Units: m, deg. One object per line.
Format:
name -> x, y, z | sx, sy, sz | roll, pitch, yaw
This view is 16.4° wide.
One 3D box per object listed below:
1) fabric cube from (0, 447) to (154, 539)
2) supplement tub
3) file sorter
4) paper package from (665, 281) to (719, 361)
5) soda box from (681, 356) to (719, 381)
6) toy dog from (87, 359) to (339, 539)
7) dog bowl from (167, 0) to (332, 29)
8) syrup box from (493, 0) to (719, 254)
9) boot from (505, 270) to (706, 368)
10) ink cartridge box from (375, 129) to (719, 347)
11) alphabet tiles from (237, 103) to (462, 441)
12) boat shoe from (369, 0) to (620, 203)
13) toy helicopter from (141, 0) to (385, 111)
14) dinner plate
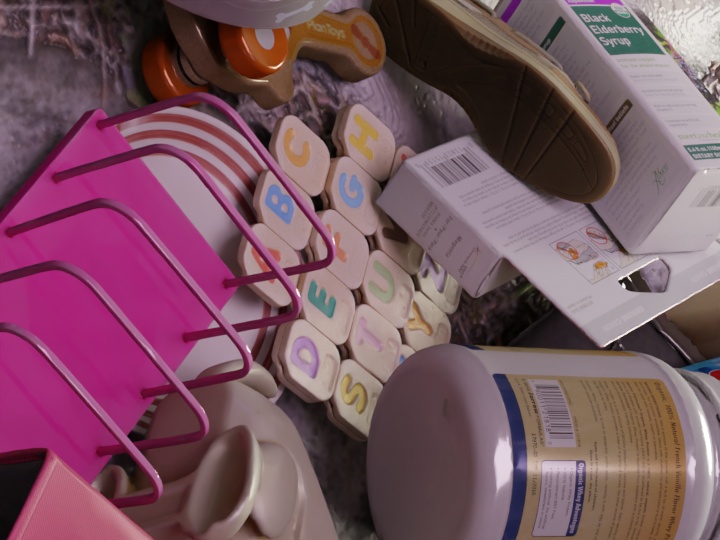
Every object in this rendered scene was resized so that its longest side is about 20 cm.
fabric cube -> -0.183, 0.231, 1.236 | 0.199, 0.199, 0.197 | 45, 54, -29
supplement tub -> 0.119, 0.118, 1.485 | 0.199, 0.144, 0.145 | 3, 79, -29
file sorter -> -0.125, 0.018, 1.351 | 0.139, 0.125, 0.200 | 52, 53, -22
paper package -> 0.329, 0.032, 1.751 | 0.190, 0.199, 0.104 | -33, 105, -42
soda box -> 0.239, 0.165, 1.686 | 0.068, 0.064, 0.201 | -14, 115, -43
toy dog -> -0.060, 0.170, 1.418 | 0.200, 0.139, 0.194 | 53, 25, -29
dog bowl -> -0.081, -0.221, 1.455 | 0.199, 0.059, 0.201 | 20, 40, -18
syrup box -> 0.167, -0.108, 1.630 | 0.079, 0.082, 0.200 | -3, 49, -43
boot -> 0.144, 0.100, 1.655 | 0.182, 0.072, 0.200 | 50, 50, -20
ink cartridge box -> 0.131, -0.024, 1.605 | 0.174, 0.044, 0.200 | 45, 36, 16
alphabet tiles -> 0.000, 0.000, 1.555 | 0.196, 0.015, 0.201 | 41, 51, -38
boat shoe -> 0.095, -0.122, 1.600 | 0.200, 0.073, 0.063 | 38, 38, 20
toy helicopter -> -0.053, -0.161, 1.534 | 0.200, 0.079, 0.133 | 10, 66, -52
dinner plate -> -0.110, 0.004, 1.468 | 0.200, 0.024, 0.201 | 10, 74, -41
